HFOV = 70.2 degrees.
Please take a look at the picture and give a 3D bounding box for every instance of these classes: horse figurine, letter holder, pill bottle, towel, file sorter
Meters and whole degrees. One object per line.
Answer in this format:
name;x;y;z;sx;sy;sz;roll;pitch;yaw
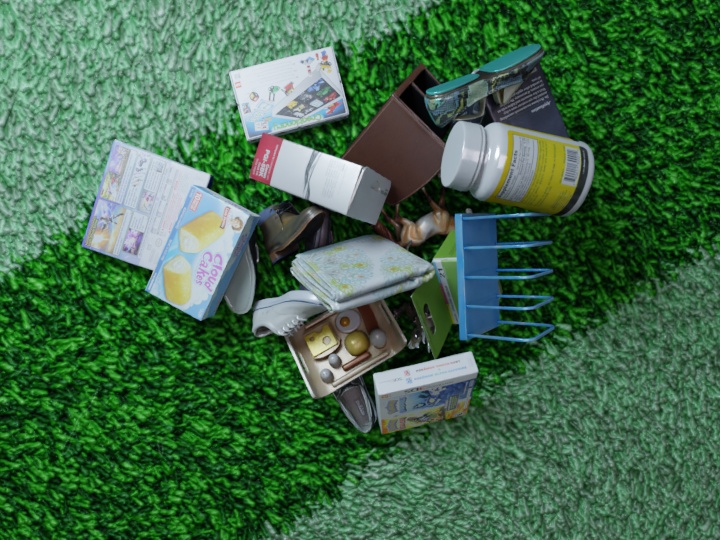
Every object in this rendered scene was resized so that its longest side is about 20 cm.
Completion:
horse figurine;0.115;-0.099;0.986;0.197;0.050;0.134;-25;96;-3
letter holder;0.080;-0.221;0.889;0.142;0.200;0.101;43;58;-8
pill bottle;0.227;-0.153;0.759;0.196;0.114;0.117;10;94;-9
towel;0.000;0.000;0.868;0.197;0.171;0.049;-17;121;-25
file sorter;0.242;0.005;0.840;0.121;0.138;0.204;-1;95;37

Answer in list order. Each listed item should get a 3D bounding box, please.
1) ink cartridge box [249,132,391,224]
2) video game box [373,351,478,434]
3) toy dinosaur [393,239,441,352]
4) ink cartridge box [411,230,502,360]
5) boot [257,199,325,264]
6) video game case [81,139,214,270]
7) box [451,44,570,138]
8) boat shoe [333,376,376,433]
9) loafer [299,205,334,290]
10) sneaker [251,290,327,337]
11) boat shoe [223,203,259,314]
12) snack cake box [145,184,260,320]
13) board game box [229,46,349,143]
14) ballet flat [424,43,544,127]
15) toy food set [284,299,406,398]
ink cartridge box;-0.066;-0.155;0.881;0.197;0.146;0.084;23;97;21
video game box;0.117;0.232;0.951;0.179;0.201;0.047;-10;53;-2
toy dinosaur;0.116;0.047;0.964;0.076;0.101;0.204;11;83;-41
ink cartridge box;0.178;0.042;0.913;0.075;0.201;0.150;-2;124;35
boot;-0.134;-0.088;0.905;0.074;0.199;0.098;-30;86;-37
video game case;-0.388;-0.110;0.944;0.178;0.045;0.203;19;92;-8
box;0.256;-0.253;0.914;0.116;0.197;0.203;-25;96;-3
boat shoe;-0.023;0.217;0.987;0.071;0.071;0.202;-32;93;-1
loafer;-0.074;-0.021;0.967;0.062;0.072;0.204;4;109;-22
sneaker;-0.124;0.083;0.922;0.072;0.198;0.072;18;66;-42
boat shoe;-0.221;-0.023;0.958;0.074;0.060;0.204;1;97;15
snack cake box;-0.273;-0.031;0.893;0.114;0.067;0.203;27;96;3
board game box;-0.131;-0.326;0.955;0.196;0.035;0.129;-15;95;-4
ballet flat;0.190;-0.276;0.780;0.197;0.074;0.075;-23;96;-3
toy food set;-0.031;0.123;0.950;0.198;0.061;0.145;-29;66;-6
